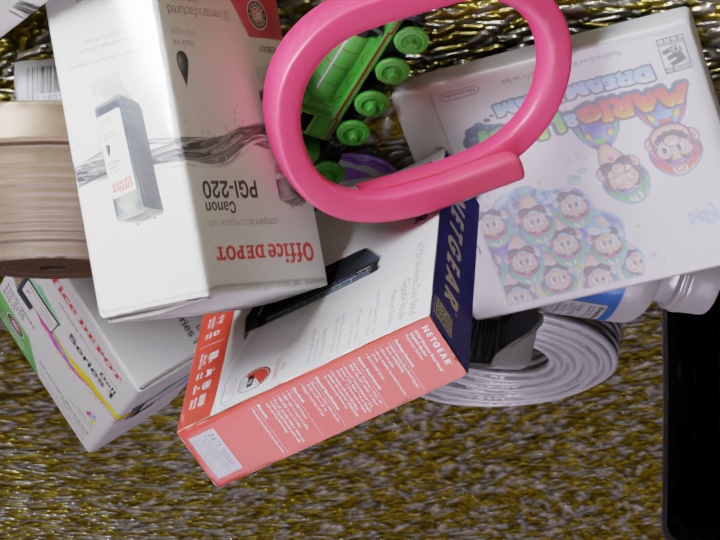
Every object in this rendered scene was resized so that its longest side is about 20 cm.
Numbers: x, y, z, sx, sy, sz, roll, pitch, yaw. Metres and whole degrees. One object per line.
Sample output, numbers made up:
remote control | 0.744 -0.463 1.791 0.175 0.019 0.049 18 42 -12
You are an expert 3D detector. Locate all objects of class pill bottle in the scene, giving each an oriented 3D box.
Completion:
pill bottle | 0.149 -0.025 1.701 0.198 0.113 0.112 7 156 -11

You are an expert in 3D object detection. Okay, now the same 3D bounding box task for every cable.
cable | 0.107 0.045 1.918 0.198 0.070 0.200 4 156 0

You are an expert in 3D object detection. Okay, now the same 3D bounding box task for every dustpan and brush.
dustpan and brush | 0.088 0.037 1.732 0.139 0.058 0.199 5 -179 35

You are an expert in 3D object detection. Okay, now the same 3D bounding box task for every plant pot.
plant pot | -0.201 -0.047 1.591 0.199 0.094 0.201 0 171 0
plant pot | 0.329 0.097 1.840 0.198 0.202 0.177 0 -178 9

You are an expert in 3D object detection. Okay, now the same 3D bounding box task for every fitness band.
fitness band | 0.036 -0.109 1.478 0.198 0.145 0.037 -18 -154 -15

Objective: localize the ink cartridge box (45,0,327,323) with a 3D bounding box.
ink cartridge box | -0.103 -0.076 1.462 0.084 0.202 0.145 -10 177 29

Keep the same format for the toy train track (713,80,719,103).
toy train track | 0.166 -0.113 1.595 0.198 0.033 0.115 -6 135 6

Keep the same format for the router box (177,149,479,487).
router box | -0.016 0.027 1.522 0.178 0.201 0.049 -26 116 19

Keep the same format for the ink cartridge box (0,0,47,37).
ink cartridge box | -0.240 -0.203 1.384 0.145 0.085 0.200 18 152 -30

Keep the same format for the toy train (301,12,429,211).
toy train | -0.015 -0.109 1.563 0.056 0.042 0.200 16 136 -17

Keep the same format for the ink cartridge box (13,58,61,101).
ink cartridge box | -0.122 -0.108 1.659 0.161 0.058 0.200 -4 176 17

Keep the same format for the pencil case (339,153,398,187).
pencil case | 0.000 0.000 1.773 0.085 0.084 0.201 18 147 16

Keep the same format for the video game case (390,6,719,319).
video game case | 0.140 -0.065 1.576 0.198 0.024 0.183 -13 121 16

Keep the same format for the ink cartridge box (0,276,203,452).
ink cartridge box | -0.190 0.035 1.812 0.084 0.145 0.200 -32 175 -24
